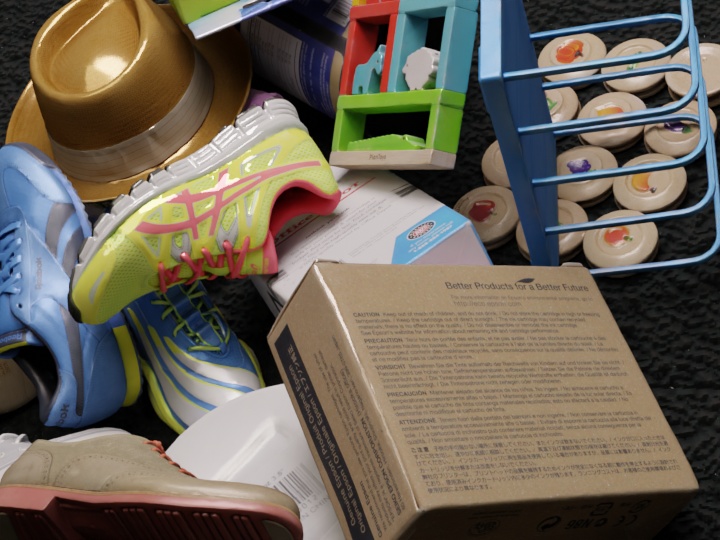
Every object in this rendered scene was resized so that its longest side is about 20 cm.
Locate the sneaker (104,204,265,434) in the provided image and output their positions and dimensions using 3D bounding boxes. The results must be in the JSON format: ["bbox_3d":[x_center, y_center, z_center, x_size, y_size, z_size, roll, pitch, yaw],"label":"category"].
[{"bbox_3d":[-0.129,0.029,1.259,0.076,0.105,0.200,-32,47,-9],"label":"sneaker"}]

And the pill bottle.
[{"bbox_3d":[-0.029,-0.179,1.388,0.112,0.112,0.200,-44,50,-16],"label":"pill bottle"}]

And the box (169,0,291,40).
[{"bbox_3d":[-0.091,-0.235,1.343,0.121,0.048,0.200,-24,30,-5],"label":"box"}]

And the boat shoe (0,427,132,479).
[{"bbox_3d":[-0.234,0.142,1.242,0.199,0.072,0.069,-29,47,10],"label":"boat shoe"}]

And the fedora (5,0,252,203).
[{"bbox_3d":[-0.172,-0.137,1.327,0.199,0.082,0.201,-10,46,11],"label":"fedora"}]

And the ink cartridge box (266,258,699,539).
[{"bbox_3d":[0.068,0.080,1.069,0.199,0.075,0.165,1,50,-33],"label":"ink cartridge box"}]

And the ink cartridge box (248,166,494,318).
[{"bbox_3d":[0.000,0.000,1.232,0.116,0.067,0.200,-35,25,-8],"label":"ink cartridge box"}]

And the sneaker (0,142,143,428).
[{"bbox_3d":[-0.213,0.008,1.255,0.078,0.066,0.201,-14,75,-37],"label":"sneaker"}]

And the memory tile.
[{"bbox_3d":[0.160,-0.084,1.297,0.153,0.017,0.201,13,58,30],"label":"memory tile"}]

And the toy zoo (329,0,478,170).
[{"bbox_3d":[0.033,-0.165,1.227,0.131,0.020,0.201,4,85,60],"label":"toy zoo"}]

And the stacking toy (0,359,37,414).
[{"bbox_3d":[-0.286,0.013,1.358,0.085,0.086,0.200,-32,44,-6],"label":"stacking toy"}]

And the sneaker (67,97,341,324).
[{"bbox_3d":[-0.095,-0.023,1.203,0.200,0.078,0.090,-39,76,-16],"label":"sneaker"}]

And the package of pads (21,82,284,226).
[{"bbox_3d":[-0.153,-0.085,1.384,0.199,0.076,0.121,13,58,30],"label":"package of pads"}]

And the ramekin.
[{"bbox_3d":[-0.038,0.162,1.118,0.199,0.098,0.201,-11,49,13],"label":"ramekin"}]

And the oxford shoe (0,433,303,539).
[{"bbox_3d":[-0.119,0.121,1.073,0.199,0.071,0.075,2,47,22],"label":"oxford shoe"}]

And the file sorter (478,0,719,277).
[{"bbox_3d":[0.150,-0.107,1.176,0.122,0.200,0.139,-8,50,13],"label":"file sorter"}]
